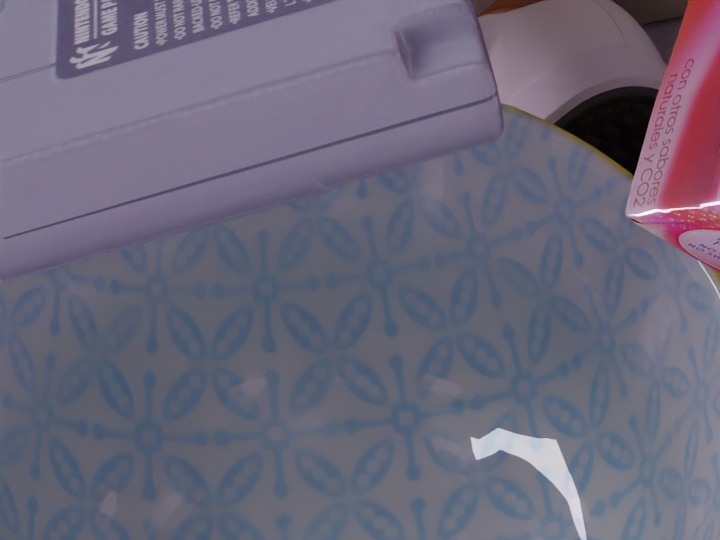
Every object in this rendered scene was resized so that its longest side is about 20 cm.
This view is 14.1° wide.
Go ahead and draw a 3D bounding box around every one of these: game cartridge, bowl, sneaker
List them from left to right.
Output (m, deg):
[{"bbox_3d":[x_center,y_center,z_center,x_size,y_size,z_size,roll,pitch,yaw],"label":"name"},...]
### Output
[{"bbox_3d":[-0.043,-0.066,0.686,0.133,0.041,0.200,-12,30,2],"label":"game cartridge"},{"bbox_3d":[-0.008,0.065,0.669,0.108,0.199,0.201,82,-166,-58],"label":"bowl"},{"bbox_3d":[0.000,0.000,0.772,0.200,0.073,0.085,-41,42,14],"label":"sneaker"}]

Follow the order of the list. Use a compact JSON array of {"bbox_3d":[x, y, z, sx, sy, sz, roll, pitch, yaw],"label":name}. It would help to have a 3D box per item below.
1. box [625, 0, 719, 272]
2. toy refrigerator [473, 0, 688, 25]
[{"bbox_3d":[0.144,-0.082,0.582,0.095,0.102,0.201,-8,57,56],"label":"box"},{"bbox_3d":[0.032,-0.108,0.813,0.200,0.076,0.070,-9,58,56],"label":"toy refrigerator"}]
